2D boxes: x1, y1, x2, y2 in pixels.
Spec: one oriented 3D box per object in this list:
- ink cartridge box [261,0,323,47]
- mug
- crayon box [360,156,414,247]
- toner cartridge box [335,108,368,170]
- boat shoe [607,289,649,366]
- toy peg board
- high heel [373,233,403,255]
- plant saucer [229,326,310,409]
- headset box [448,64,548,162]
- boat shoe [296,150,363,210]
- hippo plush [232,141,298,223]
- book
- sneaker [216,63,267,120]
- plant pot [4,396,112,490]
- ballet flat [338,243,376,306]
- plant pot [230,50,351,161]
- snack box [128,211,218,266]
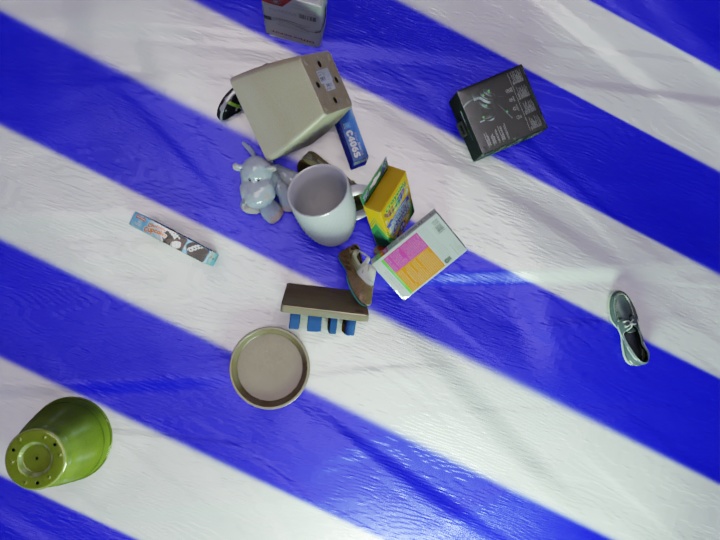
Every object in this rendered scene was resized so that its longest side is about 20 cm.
[{"bbox_3d":[-0.155,-0.635,1.464,0.145,0.200,0.084,13,83,-4],"label":"ink cartridge box"},{"bbox_3d":[-0.056,-0.148,1.448,0.198,0.176,0.149,-17,59,3],"label":"mug"},{"bbox_3d":[0.068,-0.155,1.448,0.051,0.201,0.126,23,69,24],"label":"crayon box"},{"bbox_3d":[-0.035,-0.359,1.513,0.043,0.095,0.202,-19,90,-7],"label":"toner cartridge box"},{"bbox_3d":[0.695,0.147,1.567,0.072,0.062,0.203,-15,89,-5],"label":"boat shoe"},{"bbox_3d":[-0.088,0.111,1.447,0.197,0.199,0.099,6,103,-4],"label":"toy peg board"},{"bbox_3d":[0.136,-0.050,1.542,0.198,0.096,0.068,-11,52,15],"label":"high heel"},{"bbox_3d":[-0.223,0.239,1.505,0.197,0.029,0.203,0,88,-4],"label":"plant saucer"},{"bbox_3d":[0.341,-0.393,1.546,0.198,0.093,0.176,-24,90,-5],"label":"headset box"},{"bbox_3d":[-0.062,-0.226,1.522,0.199,0.073,0.063,32,55,2],"label":"boat shoe"},{"bbox_3d":[-0.218,-0.216,1.453,0.157,0.161,0.203,2,91,-3],"label":"hippo plush"},{"bbox_3d":[0.140,-0.038,1.478,0.199,0.048,0.134,-37,119,14],"label":"book"},{"bbox_3d":[-0.265,-0.428,1.509,0.200,0.072,0.083,-42,92,-5],"label":"sneaker"},{"bbox_3d":[-0.694,0.403,1.377,0.198,0.193,0.203,0,88,-4],"label":"plant pot"},{"bbox_3d":[0.000,0.000,1.459,0.068,0.201,0.072,33,110,-32],"label":"ballet flat"},{"bbox_3d":[-0.139,-0.394,1.398,0.176,0.200,0.202,-17,103,34],"label":"plant pot"},{"bbox_3d":[-0.442,-0.073,1.457,0.198,0.116,0.037,28,85,-3],"label":"snack box"}]
